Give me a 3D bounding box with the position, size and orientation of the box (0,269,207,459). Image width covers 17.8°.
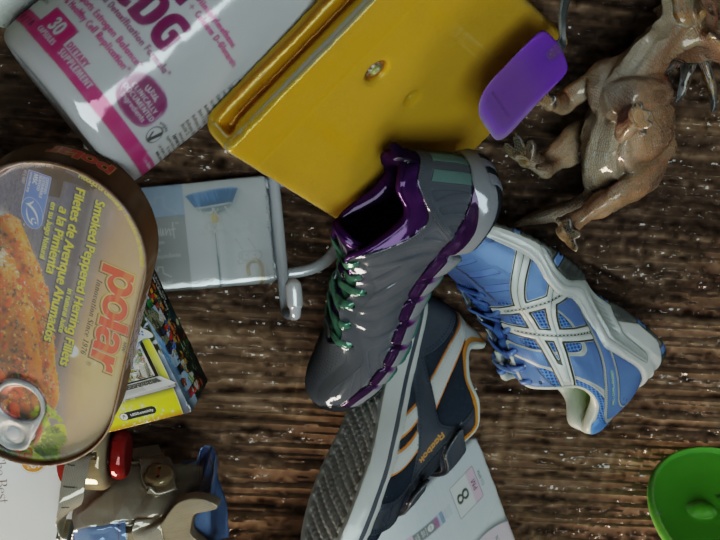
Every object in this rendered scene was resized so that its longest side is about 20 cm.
[{"bbox_3d":[-0.208,0.040,1.356,0.200,0.038,0.137,-15,113,20],"label":"box"}]

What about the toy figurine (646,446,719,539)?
[{"bbox_3d":[0.250,0.236,1.602,0.200,0.150,0.184,-5,136,-36],"label":"toy figurine"}]

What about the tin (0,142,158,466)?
[{"bbox_3d":[-0.177,0.020,1.295,0.112,0.042,0.200,21,121,7],"label":"tin"}]

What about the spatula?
[{"bbox_3d":[0.128,-0.168,1.362,0.200,0.021,0.057,-61,150,-9],"label":"spatula"}]

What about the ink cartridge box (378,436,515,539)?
[{"bbox_3d":[0.027,0.227,1.516,0.200,0.057,0.163,-45,128,-36],"label":"ink cartridge box"}]

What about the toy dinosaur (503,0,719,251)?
[{"bbox_3d":[0.172,-0.089,1.426,0.136,0.086,0.200,-21,146,-40],"label":"toy dinosaur"}]

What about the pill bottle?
[{"bbox_3d":[-0.092,-0.152,1.303,0.200,0.113,0.113,-40,118,-5],"label":"pill bottle"}]

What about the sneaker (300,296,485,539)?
[{"bbox_3d":[0.027,0.112,1.456,0.079,0.078,0.200,26,73,-23],"label":"sneaker"}]

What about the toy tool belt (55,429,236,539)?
[{"bbox_3d":[-0.117,0.162,1.458,0.123,0.125,0.200,2,138,7],"label":"toy tool belt"}]

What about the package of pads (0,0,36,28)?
[{"bbox_3d":[-0.218,-0.249,1.268,0.155,0.068,0.200,-41,117,11],"label":"package of pads"}]

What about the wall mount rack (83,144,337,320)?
[{"bbox_3d":[-0.104,-0.050,1.395,0.200,0.075,0.174,-6,90,-9],"label":"wall mount rack"}]

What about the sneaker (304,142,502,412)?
[{"bbox_3d":[0.000,0.000,1.394,0.088,0.074,0.200,12,123,-36],"label":"sneaker"}]

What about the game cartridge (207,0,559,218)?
[{"bbox_3d":[0.022,-0.110,1.348,0.176,0.032,0.200,-45,152,8],"label":"game cartridge"}]

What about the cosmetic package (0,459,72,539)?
[{"bbox_3d":[-0.218,0.186,1.507,0.083,0.051,0.200,-6,118,-9],"label":"cosmetic package"}]

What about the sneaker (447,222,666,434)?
[{"bbox_3d":[0.109,0.031,1.464,0.200,0.076,0.077,36,79,-23],"label":"sneaker"}]
